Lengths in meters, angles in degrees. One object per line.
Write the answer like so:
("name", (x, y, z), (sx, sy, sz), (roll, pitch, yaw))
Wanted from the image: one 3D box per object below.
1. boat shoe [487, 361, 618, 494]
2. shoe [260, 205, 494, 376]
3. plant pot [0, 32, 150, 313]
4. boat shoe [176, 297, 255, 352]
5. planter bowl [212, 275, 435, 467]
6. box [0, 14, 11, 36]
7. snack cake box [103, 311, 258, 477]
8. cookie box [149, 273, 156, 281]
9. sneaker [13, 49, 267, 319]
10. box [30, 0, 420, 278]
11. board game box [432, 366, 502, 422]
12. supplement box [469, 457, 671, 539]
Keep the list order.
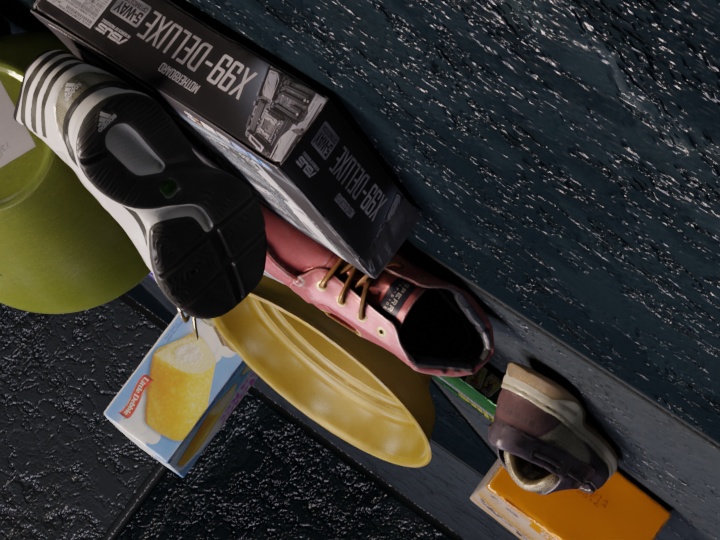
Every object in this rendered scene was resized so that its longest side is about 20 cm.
("boat shoe", (0.126, 0.121, 1.615), (0.072, 0.065, 0.200), (33, 172, 23))
("shoe", (0.000, 0.000, 1.478), (0.200, 0.072, 0.091), (36, 173, -34))
("plant pot", (-0.215, -0.072, 1.473), (0.187, 0.188, 0.200), (36, 180, 7))
("boat shoe", (-0.116, -0.013, 1.729), (0.074, 0.062, 0.201), (-91, -10, -46))
("planter bowl", (-0.008, 0.047, 1.674), (0.200, 0.084, 0.201), (34, 161, 13))
("box", (-0.302, -0.139, 1.741), (0.158, 0.051, 0.201), (47, -157, -56))
("snack cake box", (-0.113, 0.061, 1.861), (0.067, 0.201, 0.115), (35, 173, 9))
("cookie box", (-0.149, -0.019, 2.036), (0.200, 0.075, 0.171), (39, 173, -10))
("sneaker", (-0.129, -0.061, 1.353), (0.115, 0.076, 0.201), (42, 170, 41))
("box", (-0.075, -0.089, 1.330), (0.199, 0.050, 0.158), (33, 172, 29))
("board game box", (0.040, 0.052, 1.775), (0.199, 0.024, 0.105), (36, 171, 16))
("supplement box", (0.159, 0.183, 1.814), (0.126, 0.074, 0.200), (37, 173, 5))
